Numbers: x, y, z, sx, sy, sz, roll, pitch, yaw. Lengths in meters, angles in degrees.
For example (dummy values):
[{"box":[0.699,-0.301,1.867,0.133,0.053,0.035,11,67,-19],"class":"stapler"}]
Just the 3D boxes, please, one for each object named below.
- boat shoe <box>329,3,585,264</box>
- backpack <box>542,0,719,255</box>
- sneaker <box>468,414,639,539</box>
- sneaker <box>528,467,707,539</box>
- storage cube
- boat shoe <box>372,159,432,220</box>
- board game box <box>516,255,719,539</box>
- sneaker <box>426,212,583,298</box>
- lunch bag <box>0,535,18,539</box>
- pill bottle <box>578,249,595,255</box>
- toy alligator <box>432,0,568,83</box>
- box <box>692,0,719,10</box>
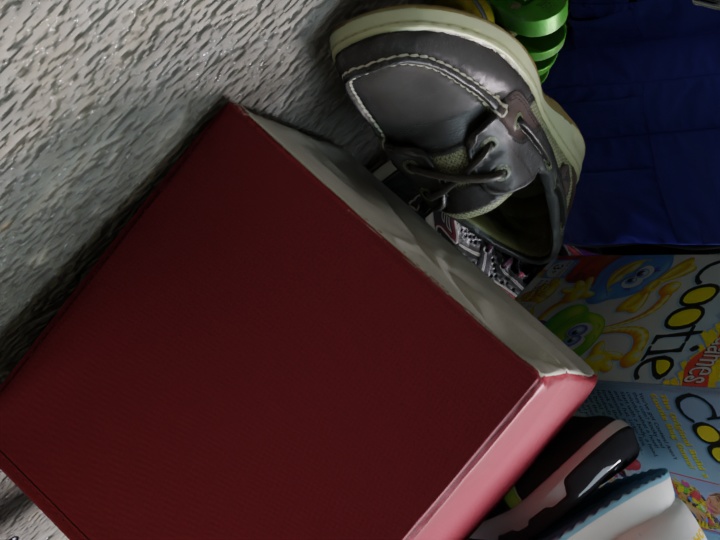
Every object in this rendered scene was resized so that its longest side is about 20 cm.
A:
[{"box":[0.051,-0.055,0.836,0.071,0.066,0.201,-12,159,24],"class":"boat shoe"},{"box":[0.183,-0.101,1.020,0.199,0.169,0.162,-8,-164,45],"class":"backpack"},{"box":[0.055,0.091,0.939,0.072,0.083,0.200,-32,-177,-34],"class":"sneaker"},{"box":[0.077,0.175,0.877,0.199,0.081,0.077,-31,179,-2],"class":"sneaker"},{"box":[-0.024,0.059,0.818,0.180,0.200,0.171,-51,166,7],"class":"storage cube"},{"box":[0.000,-0.001,0.981,0.199,0.066,0.075,-36,168,-29],"class":"boat shoe"},{"box":[0.162,0.062,0.958,0.103,0.105,0.199,-44,-155,-28],"class":"board game box"},{"box":[0.108,0.003,1.112,0.081,0.200,0.075,-48,-150,-10],"class":"sneaker"},{"box":[-0.151,0.218,0.927,0.160,0.200,0.076,-34,-157,44],"class":"lunch bag"},{"box":[0.174,-0.060,1.225,0.200,0.112,0.112,-44,167,0],"class":"pill bottle"},{"box":[0.061,-0.096,0.888,0.059,0.054,0.200,-37,166,-26],"class":"toy alligator"},{"box":[0.205,-0.207,0.701,0.163,0.086,0.201,-32,131,-43],"class":"box"}]
